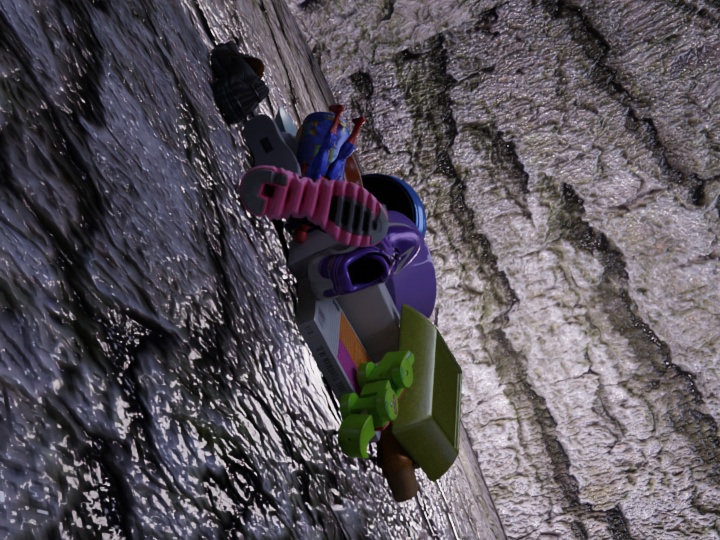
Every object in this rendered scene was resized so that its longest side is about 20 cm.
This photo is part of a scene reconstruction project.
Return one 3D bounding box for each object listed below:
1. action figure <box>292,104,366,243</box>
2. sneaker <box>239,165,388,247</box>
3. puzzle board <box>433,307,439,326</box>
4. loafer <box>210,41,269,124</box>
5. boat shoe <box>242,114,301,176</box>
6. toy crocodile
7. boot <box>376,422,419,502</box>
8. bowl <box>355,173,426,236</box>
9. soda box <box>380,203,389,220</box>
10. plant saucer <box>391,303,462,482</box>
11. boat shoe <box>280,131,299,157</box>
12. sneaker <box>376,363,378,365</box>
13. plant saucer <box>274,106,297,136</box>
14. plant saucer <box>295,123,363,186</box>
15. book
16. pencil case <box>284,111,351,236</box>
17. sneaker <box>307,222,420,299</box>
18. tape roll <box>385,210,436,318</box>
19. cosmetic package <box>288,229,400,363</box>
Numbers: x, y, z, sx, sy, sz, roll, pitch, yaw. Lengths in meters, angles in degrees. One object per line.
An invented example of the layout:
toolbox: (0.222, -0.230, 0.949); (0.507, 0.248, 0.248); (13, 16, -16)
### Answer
action figure: (-0.053, -0.132, 1.291); (0.065, 0.202, 0.052); (26, -13, -29)
sneaker: (-0.060, -0.086, 1.170); (0.095, 0.198, 0.080); (-158, -93, -79)
puzzle board: (0.113, 0.184, 1.503); (0.151, 0.017, 0.201); (88, 7, -54)
loafer: (-0.170, -0.281, 1.314); (0.201, 0.072, 0.073); (-108, 171, -49)
boat shoe: (-0.119, -0.147, 1.293); (0.057, 0.068, 0.201); (61, 6, -46)
toy crocodile: (0.024, 0.161, 1.150); (0.200, 0.067, 0.062); (-54, 129, -60)
boot: (0.060, 0.234, 1.345); (0.201, 0.070, 0.145); (-57, 135, -73)
bowl: (0.020, -0.082, 1.647); (0.039, 0.199, 0.202); (33, 33, -64)
soda box: (0.000, 0.000, 1.380); (0.069, 0.063, 0.202); (-101, -163, -64)
plant saucer: (0.105, 0.178, 1.317); (0.200, 0.047, 0.201); (57, 33, -51)
boat shoe: (-0.097, -0.120, 1.442); (0.202, 0.072, 0.071); (65, -17, 0)
sneaker: (0.062, 0.151, 1.535); (0.074, 0.115, 0.200); (65, 4, 4)
plant saucer: (-0.117, -0.194, 1.626); (0.201, 0.038, 0.203); (-24, 90, -85)
plant saucer: (-0.056, -0.162, 1.568); (0.200, 0.032, 0.202); (39, 42, -46)
book: (-0.026, 0.117, 1.216); (0.134, 0.048, 0.201); (-92, 157, -65)
pencil case: (-0.060, -0.138, 1.370); (0.078, 0.086, 0.202); (98, -1, -69)
sneaker: (0.021, -0.007, 1.199); (0.199, 0.083, 0.081); (-29, 112, -45)
tape roll: (0.034, 0.007, 1.500); (0.200, 0.084, 0.202); (35, -47, 50)
cosmetic package: (-0.017, 0.036, 1.310); (0.085, 0.107, 0.201); (-98, 164, -66)
